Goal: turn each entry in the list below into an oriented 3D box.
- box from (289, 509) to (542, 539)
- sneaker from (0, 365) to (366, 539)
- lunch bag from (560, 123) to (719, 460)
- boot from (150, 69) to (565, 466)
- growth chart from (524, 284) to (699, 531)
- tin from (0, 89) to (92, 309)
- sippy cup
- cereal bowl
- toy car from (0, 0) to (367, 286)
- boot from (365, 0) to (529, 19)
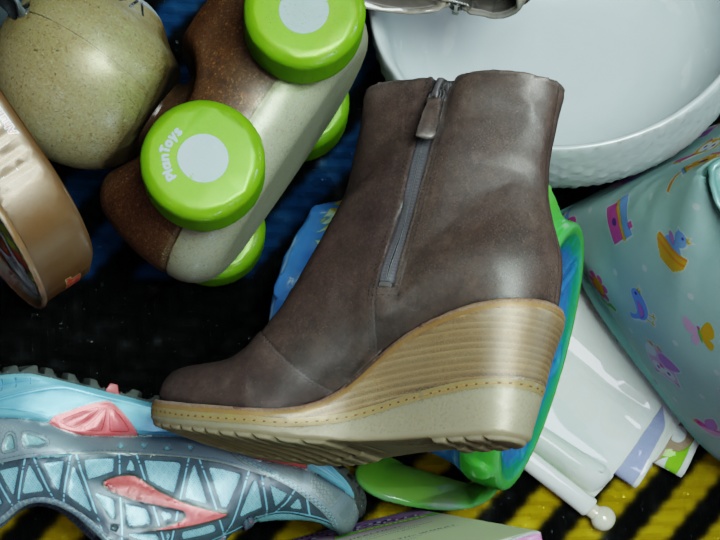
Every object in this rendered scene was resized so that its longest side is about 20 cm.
[{"bbox_3d":[-0.019,0.180,0.793,0.176,0.200,0.097,-12,89,-14],"label":"box"},{"bbox_3d":[-0.099,0.113,0.844,0.200,0.079,0.096,13,75,-2],"label":"sneaker"},{"bbox_3d":[0.213,0.025,0.861,0.122,0.170,0.200,-32,94,-21],"label":"lunch bag"},{"bbox_3d":[0.000,0.000,0.777,0.200,0.072,0.167,-5,71,28],"label":"boot"},{"bbox_3d":[0.151,0.042,0.940,0.145,0.018,0.200,43,77,-7],"label":"growth chart"},{"bbox_3d":[-0.195,-0.073,0.820,0.042,0.112,0.200,-35,94,-14],"label":"tin"},{"bbox_3d":[0.029,0.025,0.849,0.130,0.140,0.178,16,84,16],"label":"sippy cup"},{"bbox_3d":[0.105,-0.124,0.892,0.200,0.083,0.200,-4,60,7],"label":"cereal bowl"},{"bbox_3d":[-0.112,-0.104,0.828,0.200,0.164,0.158,32,78,3],"label":"toy car"},{"bbox_3d":[0.009,-0.196,0.860,0.200,0.070,0.146,8,59,12],"label":"boot"}]
